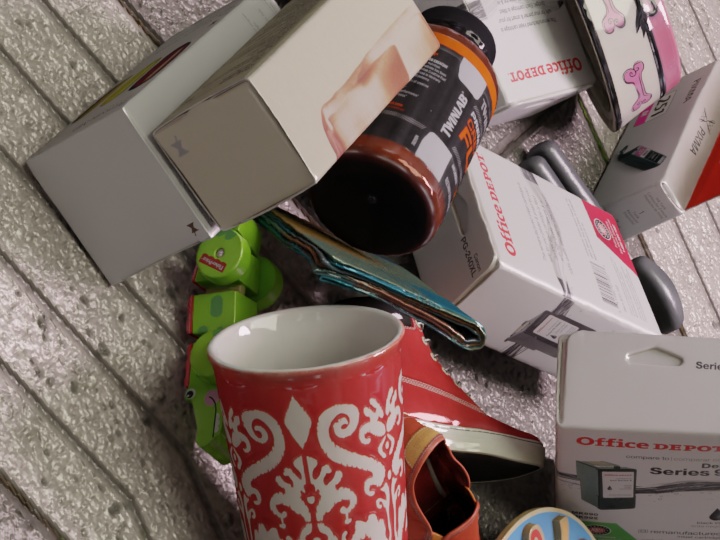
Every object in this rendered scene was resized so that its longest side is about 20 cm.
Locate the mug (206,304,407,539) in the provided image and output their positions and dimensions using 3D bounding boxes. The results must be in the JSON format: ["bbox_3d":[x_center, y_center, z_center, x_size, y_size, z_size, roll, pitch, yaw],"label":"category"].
[{"bbox_3d":[-0.016,0.133,1.568,0.177,0.132,0.202,-32,120,-56],"label":"mug"}]

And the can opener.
[{"bbox_3d":[0.214,-0.029,2.000,0.200,0.066,0.053,51,43,-9],"label":"can opener"}]

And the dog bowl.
[{"bbox_3d":[0.219,-0.228,2.012,0.200,0.073,0.202,-23,90,-90],"label":"dog bowl"}]

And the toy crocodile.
[{"bbox_3d":[-0.098,0.040,1.624,0.067,0.061,0.202,40,47,-55],"label":"toy crocodile"}]

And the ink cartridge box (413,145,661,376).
[{"bbox_3d":[0.135,-0.004,1.854,0.199,0.083,0.146,24,36,-37],"label":"ink cartridge box"}]

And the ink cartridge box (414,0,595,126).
[{"bbox_3d":[0.101,-0.227,1.956,0.145,0.084,0.201,-17,83,-51],"label":"ink cartridge box"}]

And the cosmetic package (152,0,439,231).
[{"bbox_3d":[-0.040,-0.125,1.560,0.088,0.103,0.200,55,42,-13],"label":"cosmetic package"}]

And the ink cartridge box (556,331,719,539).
[{"bbox_3d":[0.224,0.136,1.777,0.201,0.145,0.085,81,13,-57],"label":"ink cartridge box"}]

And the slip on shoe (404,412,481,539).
[{"bbox_3d":[0.059,0.187,1.680,0.074,0.061,0.201,-47,131,-30],"label":"slip on shoe"}]

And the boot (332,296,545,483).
[{"bbox_3d":[0.061,0.085,1.767,0.199,0.072,0.145,16,58,-38],"label":"boot"}]

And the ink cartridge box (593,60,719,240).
[{"bbox_3d":[0.305,-0.121,2.056,0.044,0.173,0.200,49,42,-17],"label":"ink cartridge box"}]

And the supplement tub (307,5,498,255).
[{"bbox_3d":[0.040,-0.112,1.706,0.107,0.107,0.201,46,46,-21],"label":"supplement tub"}]

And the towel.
[{"bbox_3d":[0.000,0.000,1.658,0.146,0.200,0.022,26,95,-23],"label":"towel"}]

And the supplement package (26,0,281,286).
[{"bbox_3d":[-0.122,-0.098,1.623,0.110,0.113,0.200,55,40,-13],"label":"supplement package"}]

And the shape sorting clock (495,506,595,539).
[{"bbox_3d":[0.144,0.282,1.744,0.199,0.039,0.202,-4,95,-53],"label":"shape sorting clock"}]
